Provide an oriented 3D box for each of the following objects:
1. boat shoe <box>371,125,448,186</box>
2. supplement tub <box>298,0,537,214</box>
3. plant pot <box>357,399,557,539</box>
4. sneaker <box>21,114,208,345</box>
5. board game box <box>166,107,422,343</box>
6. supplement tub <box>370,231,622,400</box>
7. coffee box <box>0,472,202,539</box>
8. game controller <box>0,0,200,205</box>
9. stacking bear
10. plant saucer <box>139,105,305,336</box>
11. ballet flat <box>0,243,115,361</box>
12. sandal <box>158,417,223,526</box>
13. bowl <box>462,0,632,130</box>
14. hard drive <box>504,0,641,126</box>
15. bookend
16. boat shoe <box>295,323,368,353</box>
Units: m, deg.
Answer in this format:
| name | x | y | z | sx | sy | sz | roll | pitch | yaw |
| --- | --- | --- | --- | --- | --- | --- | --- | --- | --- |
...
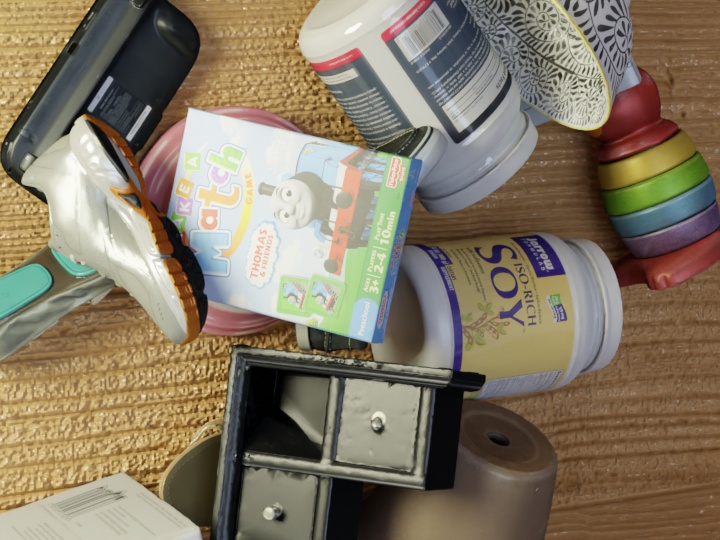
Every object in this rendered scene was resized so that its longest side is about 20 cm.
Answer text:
| name | x | y | z | sx | sy | sz | roll | pitch | yaw |
| --- | --- | --- | --- | --- | --- | --- | --- | --- | --- |
| boat shoe | -0.021 | -0.067 | 1.510 | 0.199 | 0.072 | 0.071 | -36 | 105 | 10 |
| supplement tub | 0.052 | -0.165 | 1.576 | 0.140 | 0.140 | 0.201 | -42 | 112 | -14 |
| plant pot | 0.088 | 0.213 | 1.587 | 0.198 | 0.201 | 0.176 | 9 | 118 | -25 |
| sneaker | -0.199 | -0.020 | 1.460 | 0.092 | 0.076 | 0.201 | -32 | 82 | 14 |
| board game box | -0.061 | -0.038 | 1.476 | 0.198 | 0.037 | 0.153 | 14 | 94 | 18 |
| supplement tub | 0.121 | 0.042 | 1.635 | 0.198 | 0.145 | 0.147 | -7 | 100 | -24 |
| coffee box | -0.233 | 0.307 | 1.478 | 0.198 | 0.199 | 0.200 | -17 | 104 | -22 |
| game controller | -0.215 | -0.144 | 1.519 | 0.104 | 0.042 | 0.201 | 38 | 81 | -39 |
| stacking bear | 0.268 | -0.097 | 1.709 | 0.113 | 0.121 | 0.202 | -26 | 100 | -17 |
| plant saucer | -0.104 | -0.041 | 1.572 | 0.199 | 0.051 | 0.203 | -4 | 99 | -24 |
| ballet flat | -0.250 | 0.011 | 1.511 | 0.199 | 0.067 | 0.064 | -31 | 143 | -15 |
| sandal | -0.117 | 0.163 | 1.591 | 0.211 | 0.069 | 0.078 | -26 | 111 | -44 |
| bowl | 0.168 | -0.227 | 1.548 | 0.094 | 0.200 | 0.201 | -44 | 112 | -14 |
| hard drive | 0.155 | -0.236 | 1.636 | 0.131 | 0.027 | 0.201 | -20 | 108 | 20 |
| bookend | -0.013 | 0.172 | 1.495 | 0.092 | 0.197 | 0.202 | 14 | 83 | -68 |
| boat shoe | 0.000 | 0.000 | 1.567 | 0.067 | 0.201 | 0.072 | 0 | 127 | 17 |
